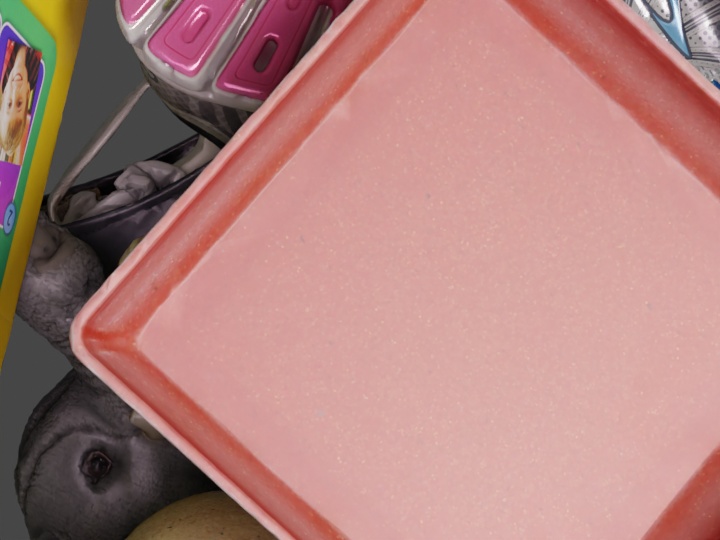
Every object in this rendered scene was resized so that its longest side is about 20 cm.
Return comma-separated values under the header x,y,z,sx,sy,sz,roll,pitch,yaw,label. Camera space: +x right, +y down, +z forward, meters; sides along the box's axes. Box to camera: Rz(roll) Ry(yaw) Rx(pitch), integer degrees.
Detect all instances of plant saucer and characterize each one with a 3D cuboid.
x,y,z,sx,sy,sz,roll,pitch,yaw,label
0.042,0.015,0.929,0.200,0.037,0.200,42,76,-6,plant saucer

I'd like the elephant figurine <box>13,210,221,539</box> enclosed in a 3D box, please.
x,y,z,sx,sy,sz,roll,pitch,yaw,label
-0.068,0.090,1.066,0.199,0.141,0.156,20,77,-15,elephant figurine

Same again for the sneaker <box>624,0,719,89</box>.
x,y,z,sx,sy,sz,roll,pitch,yaw,label
0.110,-0.100,1.085,0.086,0.078,0.201,-14,95,3,sneaker

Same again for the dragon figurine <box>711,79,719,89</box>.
x,y,z,sx,sy,sz,roll,pitch,yaw,label
0.103,-0.032,1.033,0.099,0.059,0.201,-17,86,29,dragon figurine

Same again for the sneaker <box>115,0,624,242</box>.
x,y,z,sx,sy,sz,roll,pitch,yaw,label
0.011,-0.056,0.996,0.199,0.087,0.074,20,78,-6,sneaker

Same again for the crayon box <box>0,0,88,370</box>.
x,y,z,sx,sy,sz,roll,pitch,yaw,label
-0.154,-0.041,0.905,0.058,0.200,0.174,10,77,15,crayon box

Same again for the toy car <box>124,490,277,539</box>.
x,y,z,sx,sy,sz,roll,pitch,yaw,label
-0.050,0.123,0.947,0.199,0.158,0.165,-32,89,2,toy car

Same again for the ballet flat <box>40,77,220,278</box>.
x,y,z,sx,sy,sz,roll,pitch,yaw,label
-0.043,-0.050,1.068,0.199,0.073,0.073,-33,105,2,ballet flat

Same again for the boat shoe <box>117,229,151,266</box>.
x,y,z,sx,sy,sz,roll,pitch,yaw,label
0.000,0.000,1.042,0.199,0.073,0.063,4,128,-49,boat shoe
